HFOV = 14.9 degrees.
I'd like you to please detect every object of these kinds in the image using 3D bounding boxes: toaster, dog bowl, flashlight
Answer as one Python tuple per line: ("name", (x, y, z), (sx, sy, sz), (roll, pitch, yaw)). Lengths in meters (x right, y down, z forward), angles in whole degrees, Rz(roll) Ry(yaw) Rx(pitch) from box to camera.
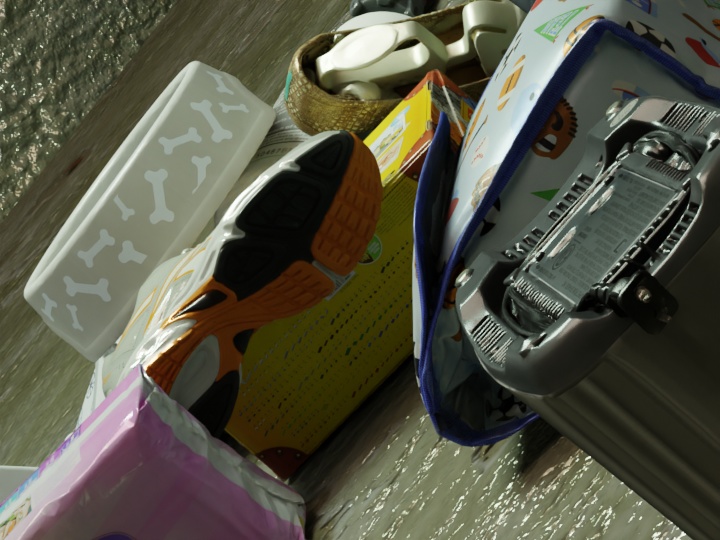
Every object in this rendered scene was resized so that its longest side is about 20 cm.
("toaster", (0.117, 0.024, 0.883), (0.114, 0.129, 0.200), (-49, 11, 0))
("dog bowl", (-0.128, -0.039, 1.650), (0.200, 0.059, 0.200), (-51, 9, 11))
("flashlight", (0.019, -0.212, 2.164), (0.068, 0.068, 0.200), (-11, 14, 8))

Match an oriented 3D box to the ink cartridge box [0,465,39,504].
("ink cartridge box", (-0.255, 0.172, 1.666), (0.200, 0.145, 0.084), (147, 125, -66))

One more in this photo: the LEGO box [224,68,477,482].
("LEGO box", (0.000, 0.000, 1.527), (0.200, 0.077, 0.149), (-45, 12, 15))

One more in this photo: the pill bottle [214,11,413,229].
("pill bottle", (-0.007, -0.070, 1.699), (0.113, 0.113, 0.200), (-39, 15, 37))

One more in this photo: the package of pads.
("package of pads", (-0.133, 0.158, 1.392), (0.200, 0.120, 0.076), (-46, 17, 11))

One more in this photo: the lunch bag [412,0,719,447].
("lunch bag", (0.089, -0.034, 1.218), (0.200, 0.124, 0.170), (-58, 7, 22))

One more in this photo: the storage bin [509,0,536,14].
("storage bin", (0.123, -0.209, 1.352), (0.200, 0.146, 0.134), (-30, 45, -29))

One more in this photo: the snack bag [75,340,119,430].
("snack bag", (-0.162, 0.089, 1.796), (0.200, 0.021, 0.189), (-107, 37, -71))

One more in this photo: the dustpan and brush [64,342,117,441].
("dustpan and brush", (-0.128, 0.106, 1.624), (0.200, 0.057, 0.140), (-5, 77, 50))

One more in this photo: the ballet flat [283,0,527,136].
("ballet flat", (0.051, -0.124, 1.587), (0.199, 0.071, 0.065), (-17, -27, 2))

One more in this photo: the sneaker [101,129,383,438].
("sneaker", (-0.072, 0.002, 1.441), (0.200, 0.076, 0.092), (-50, 30, 1))
